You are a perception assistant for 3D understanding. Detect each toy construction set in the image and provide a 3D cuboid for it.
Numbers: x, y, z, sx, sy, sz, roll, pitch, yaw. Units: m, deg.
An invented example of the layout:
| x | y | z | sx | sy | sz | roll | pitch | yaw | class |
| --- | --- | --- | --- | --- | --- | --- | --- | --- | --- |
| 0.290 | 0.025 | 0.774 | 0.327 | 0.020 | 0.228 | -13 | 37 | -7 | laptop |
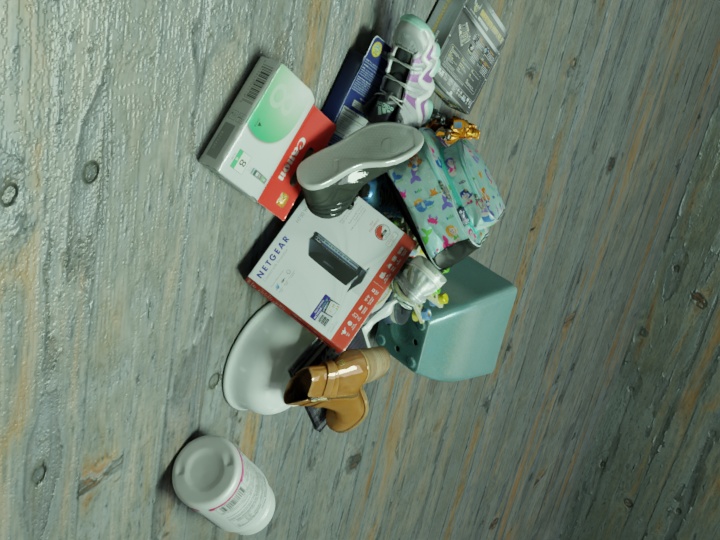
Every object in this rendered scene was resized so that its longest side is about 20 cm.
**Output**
| x | y | z | sx | sy | sz | roll | pitch | yaw | class |
| --- | --- | --- | --- | --- | --- | --- | --- | --- | --- |
| 0.087 | -0.018 | 1.730 | 0.201 | 0.090 | 0.133 | 63 | 33 | -49 | toy construction set |

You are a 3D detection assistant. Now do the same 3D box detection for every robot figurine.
| x | y | z | sx | sy | sz | roll | pitch | yaw | class |
| --- | --- | --- | --- | --- | --- | --- | --- | --- | --- |
| 0.130 | -0.207 | 1.777 | 0.199 | 0.058 | 0.147 | -15 | 126 | -56 | robot figurine |

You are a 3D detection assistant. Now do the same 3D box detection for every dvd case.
| x | y | z | sx | sy | sz | roll | pitch | yaw | class |
| --- | --- | --- | --- | --- | --- | --- | --- | --- | --- |
| -0.044 | 0.157 | 1.653 | 0.149 | 0.016 | 0.201 | -48 | 150 | -21 | dvd case |

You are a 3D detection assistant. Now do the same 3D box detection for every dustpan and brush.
| x | y | z | sx | sy | sz | roll | pitch | yaw | class |
| --- | --- | --- | --- | --- | --- | --- | --- | --- | --- |
| -0.009 | 0.120 | 1.768 | 0.198 | 0.058 | 0.140 | -30 | 177 | 2 | dustpan and brush |

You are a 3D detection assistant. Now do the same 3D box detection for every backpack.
| x | y | z | sx | sy | sz | roll | pitch | yaw | class |
| --- | --- | --- | --- | --- | --- | --- | --- | --- | --- |
| 0.124 | -0.121 | 1.570 | 0.150 | 0.202 | 0.177 | -35 | 180 | 18 | backpack |

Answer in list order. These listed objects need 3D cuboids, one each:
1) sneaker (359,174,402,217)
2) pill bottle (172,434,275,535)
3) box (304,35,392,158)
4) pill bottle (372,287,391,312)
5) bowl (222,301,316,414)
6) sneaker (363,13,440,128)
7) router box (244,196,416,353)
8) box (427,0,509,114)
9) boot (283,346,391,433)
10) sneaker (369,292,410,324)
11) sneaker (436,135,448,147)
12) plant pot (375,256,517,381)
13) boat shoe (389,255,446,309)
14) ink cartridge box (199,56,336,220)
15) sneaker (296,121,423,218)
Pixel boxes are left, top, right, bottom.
| x | y | z | sx | sy | sz | roll | pitch | yaw | class |
| --- | --- | --- | --- | --- | --- | --- | --- | --- | --- |
| 0.047 | -0.125 | 1.644 | 0.199 | 0.089 | 0.080 | -3 | 109 | -70 | sneaker |
| -0.209 | 0.345 | 1.629 | 0.114 | 0.112 | 0.201 | -53 | 152 | -15 | pill bottle |
| -0.006 | -0.243 | 1.539 | 0.202 | 0.032 | 0.121 | -63 | 153 | 4 | box |
| 0.000 | 0.000 | 1.676 | 0.105 | 0.103 | 0.201 | -54 | 162 | -15 | pill bottle |
| -0.119 | 0.152 | 1.637 | 0.201 | 0.090 | 0.203 | -40 | 146 | -35 | bowl |
| 0.051 | -0.259 | 1.504 | 0.140 | 0.077 | 0.202 | -46 | 149 | -30 | sneaker |
| -0.043 | -0.012 | 1.530 | 0.201 | 0.178 | 0.049 | -55 | -174 | -14 | router box |
| 0.165 | -0.367 | 1.705 | 0.160 | 0.048 | 0.199 | -64 | 153 | 1 | box |
| -0.054 | 0.191 | 1.590 | 0.153 | 0.074 | 0.202 | -11 | 141 | -38 | boot |
| 0.054 | -0.006 | 1.831 | 0.070 | 0.081 | 0.204 | 34 | 62 | -52 | sneaker |
| 0.142 | -0.145 | 1.716 | 0.089 | 0.079 | 0.202 | -73 | 144 | -48 | sneaker |
| 0.141 | 0.092 | 1.935 | 0.198 | 0.195 | 0.199 | -17 | 130 | -43 | plant pot |
| 0.075 | 0.023 | 1.582 | 0.065 | 0.074 | 0.202 | -47 | -173 | -9 | boat shoe |
| -0.107 | -0.166 | 1.388 | 0.199 | 0.050 | 0.163 | 35 | 84 | -51 | ink cartridge box |
| -0.002 | -0.143 | 1.483 | 0.197 | 0.071 | 0.100 | -24 | 154 | -16 | sneaker |
